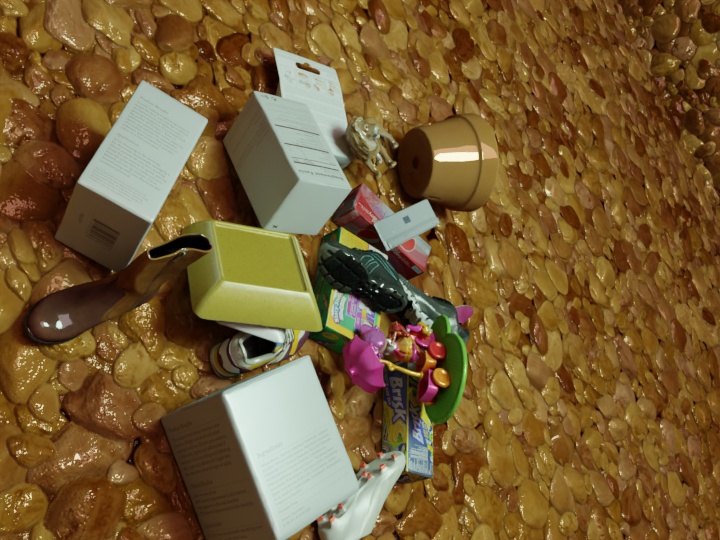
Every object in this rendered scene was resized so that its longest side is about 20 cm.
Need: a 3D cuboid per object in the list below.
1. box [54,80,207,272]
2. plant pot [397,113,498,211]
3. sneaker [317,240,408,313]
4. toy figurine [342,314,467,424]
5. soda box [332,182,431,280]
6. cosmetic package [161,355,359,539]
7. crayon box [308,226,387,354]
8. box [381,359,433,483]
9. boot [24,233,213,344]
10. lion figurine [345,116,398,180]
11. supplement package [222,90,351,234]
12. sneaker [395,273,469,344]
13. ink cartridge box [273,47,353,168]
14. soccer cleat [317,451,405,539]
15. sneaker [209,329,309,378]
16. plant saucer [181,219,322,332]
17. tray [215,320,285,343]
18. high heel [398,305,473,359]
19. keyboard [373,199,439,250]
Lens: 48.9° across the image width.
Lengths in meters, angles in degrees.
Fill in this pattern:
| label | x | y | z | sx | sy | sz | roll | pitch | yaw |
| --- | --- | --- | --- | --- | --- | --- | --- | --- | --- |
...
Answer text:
| label | x | y | z | sx | sy | sz | roll | pitch | yaw |
| --- | --- | --- | --- | --- | --- | --- | --- | --- | --- |
| box | -0.313 | -0.126 | 1.086 | 0.105 | 0.152 | 0.202 | 29 | 51 | -15 |
| plant pot | 0.168 | -0.220 | 1.614 | 0.138 | 0.200 | 0.204 | -4 | 73 | -29 |
| sneaker | 0.000 | 0.000 | 1.343 | 0.199 | 0.075 | 0.080 | 36 | 35 | -36 |
| toy figurine | 0.059 | 0.138 | 1.302 | 0.181 | 0.151 | 0.202 | 15 | 44 | -17 |
| soda box | 0.043 | -0.069 | 1.498 | 0.199 | 0.063 | 0.071 | 41 | 47 | -25 |
| cosmetic package | -0.137 | 0.251 | 1.088 | 0.165 | 0.166 | 0.203 | -19 | 86 | -47 |
| crayon box | -0.021 | 0.041 | 1.385 | 0.118 | 0.058 | 0.203 | 30 | 53 | -32 |
| box | 0.082 | 0.260 | 1.379 | 0.064 | 0.070 | 0.203 | 24 | 56 | -34 |
| boot | -0.305 | 0.024 | 0.999 | 0.187 | 0.199 | 0.070 | -12 | 80 | -47 |
| lion figurine | 0.017 | -0.254 | 1.523 | 0.123 | 0.072 | 0.201 | 52 | 12 | -18 |
| supplement package | -0.123 | -0.174 | 1.296 | 0.116 | 0.117 | 0.202 | 4 | 49 | -45 |
| sneaker | 0.126 | 0.076 | 1.461 | 0.090 | 0.067 | 0.201 | -33 | 77 | -37 |
| ink cartridge box | -0.098 | -0.300 | 1.479 | 0.158 | 0.047 | 0.203 | 7 | 64 | -44 |
| soccer cleat | 0.008 | 0.367 | 1.259 | 0.199 | 0.069 | 0.078 | -40 | 109 | -37 |
| sneaker | -0.133 | 0.108 | 1.216 | 0.199 | 0.089 | 0.076 | -27 | 92 | -47 |
| plant saucer | -0.157 | -0.004 | 1.182 | 0.197 | 0.049 | 0.201 | 9 | 38 | -26 |
| tray | -0.153 | 0.025 | 1.209 | 0.106 | 0.022 | 0.201 | 20 | 34 | -12 |
| high heel | 0.162 | 0.132 | 1.514 | 0.198 | 0.067 | 0.097 | -18 | 75 | -43 |
| keyboard | 0.090 | -0.089 | 1.505 | 0.199 | 0.011 | 0.057 | -28 | 85 | -52 |
